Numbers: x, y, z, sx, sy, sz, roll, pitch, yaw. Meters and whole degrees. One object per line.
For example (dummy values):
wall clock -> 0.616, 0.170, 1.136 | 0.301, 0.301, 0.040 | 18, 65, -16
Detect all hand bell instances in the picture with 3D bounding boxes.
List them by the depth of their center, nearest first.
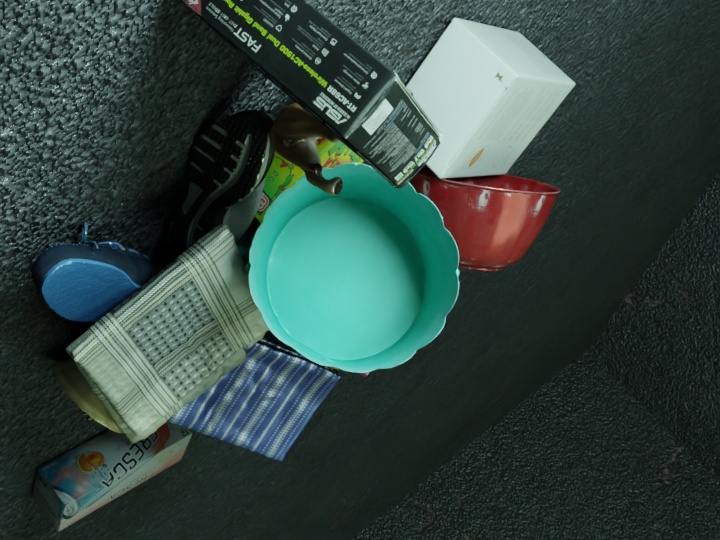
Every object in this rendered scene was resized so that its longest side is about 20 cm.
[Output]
hand bell -> -0.216, 0.062, 1.100 | 0.200, 0.104, 0.104 | -46, 161, 0

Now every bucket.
bucket -> -0.010, 0.001, 1.040 | 0.207, 0.208, 0.135 | -41, 180, -7

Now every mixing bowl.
mixing bowl -> 0.141, -0.063, 1.310 | 0.199, 0.198, 0.110 | -9, 110, -59

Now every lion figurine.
lion figurine -> -0.031, -0.144, 0.979 | 0.200, 0.121, 0.073 | -37, 144, -51

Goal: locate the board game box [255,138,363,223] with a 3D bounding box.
board game box -> -0.036, -0.134, 1.137 | 0.200, 0.048, 0.101 | -48, 160, 12

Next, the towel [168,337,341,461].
towel -> -0.137, 0.136, 1.187 | 0.198, 0.024, 0.145 | 25, 112, -26

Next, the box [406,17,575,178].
box -> 0.147, -0.205, 1.272 | 0.153, 0.106, 0.199 | -52, 160, 24

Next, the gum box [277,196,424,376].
gum box -> 0.000, 0.000, 1.145 | 0.202, 0.113, 0.066 | -64, 179, -7

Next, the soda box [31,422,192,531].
soda box -> -0.313, 0.245, 1.336 | 0.199, 0.064, 0.069 | -28, 155, -41

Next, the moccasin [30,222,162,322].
moccasin -> -0.245, 0.007, 0.980 | 0.080, 0.068, 0.200 | -38, 160, 6

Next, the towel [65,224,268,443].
towel -> -0.178, 0.072, 1.037 | 0.192, 0.034, 0.201 | -41, 150, -17

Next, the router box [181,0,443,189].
router box -> -0.038, -0.163, 0.839 | 0.062, 0.200, 0.150 | -49, 160, 5

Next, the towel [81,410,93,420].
towel -> -0.228, 0.149, 1.287 | 0.142, 0.023, 0.199 | -23, 168, 26

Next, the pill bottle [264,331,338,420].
pill bottle -> -0.060, 0.076, 1.248 | 0.104, 0.104, 0.201 | -9, 134, -59

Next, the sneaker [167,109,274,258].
sneaker -> -0.129, -0.087, 1.037 | 0.080, 0.074, 0.201 | -39, 169, -47

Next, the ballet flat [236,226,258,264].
ballet flat -> -0.113, -0.016, 1.203 | 0.199, 0.072, 0.072 | -21, 151, -46
